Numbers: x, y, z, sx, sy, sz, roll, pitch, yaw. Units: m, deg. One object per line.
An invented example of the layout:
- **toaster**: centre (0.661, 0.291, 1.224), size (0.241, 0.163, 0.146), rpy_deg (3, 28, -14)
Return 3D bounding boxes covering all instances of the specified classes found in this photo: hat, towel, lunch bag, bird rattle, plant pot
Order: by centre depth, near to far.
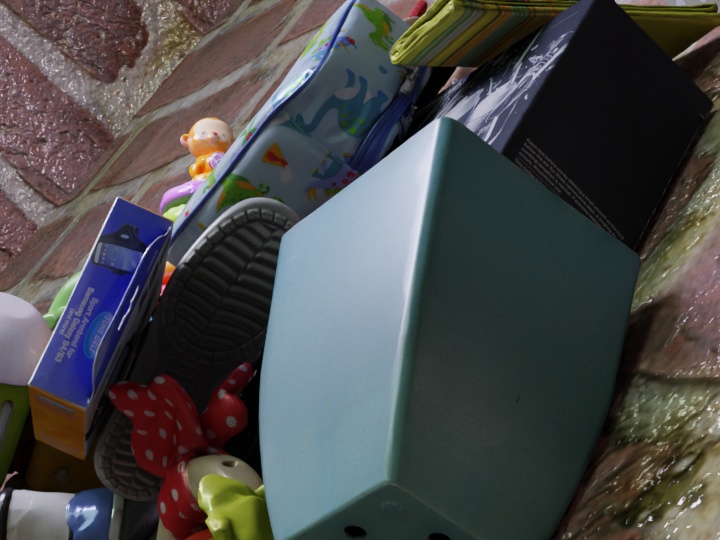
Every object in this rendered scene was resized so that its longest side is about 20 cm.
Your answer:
- **plant pot**: centre (0.034, 0.062, 0.977), size (0.141, 0.141, 0.201), rpy_deg (-35, 30, 41)
- **bird rattle**: centre (-0.082, 0.147, 1.066), size (0.200, 0.112, 0.164), rpy_deg (24, 109, 49)
- **towel**: centre (0.122, -0.147, 1.224), size (0.086, 0.199, 0.018), rpy_deg (-34, 62, 59)
- **hat**: centre (-0.070, 0.118, 1.235), size (0.201, 0.081, 0.201), rpy_deg (-48, 19, 22)
- **lunch bag**: centre (-0.038, -0.081, 1.292), size (0.200, 0.082, 0.161), rpy_deg (-48, 10, 31)

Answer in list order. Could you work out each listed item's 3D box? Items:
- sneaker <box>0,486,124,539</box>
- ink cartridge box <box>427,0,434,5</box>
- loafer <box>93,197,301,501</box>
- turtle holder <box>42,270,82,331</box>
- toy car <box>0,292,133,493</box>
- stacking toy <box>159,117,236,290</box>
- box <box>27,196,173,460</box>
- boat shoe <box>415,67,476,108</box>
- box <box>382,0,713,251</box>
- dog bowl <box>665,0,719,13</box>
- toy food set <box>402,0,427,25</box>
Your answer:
- **sneaker**: centre (-0.217, 0.199, 1.244), size (0.081, 0.115, 0.200), rpy_deg (-86, 10, -50)
- **ink cartridge box**: centre (0.114, -0.288, 1.658), size (0.085, 0.144, 0.200), rpy_deg (-53, 16, -23)
- **loafer**: centre (-0.103, 0.041, 1.194), size (0.200, 0.075, 0.070), rpy_deg (-57, 16, 4)
- **turtle holder**: centre (-0.175, 0.037, 1.658), size (0.186, 0.141, 0.132), rpy_deg (-53, -5, 17)
- **toy car**: centre (-0.235, 0.090, 1.315), size (0.150, 0.199, 0.176), rpy_deg (42, 117, 49)
- **stacking toy**: centre (-0.109, -0.023, 1.413), size (0.110, 0.115, 0.201), rpy_deg (112, 162, -64)
- **box**: centre (-0.152, 0.036, 1.146), size (0.200, 0.041, 0.119), rpy_deg (112, -179, -73)
- **boat shoe**: centre (0.066, -0.133, 1.527), size (0.072, 0.072, 0.200), rpy_deg (-55, 14, -24)
- **box**: centre (0.082, -0.041, 1.175), size (0.200, 0.104, 0.182), rpy_deg (-29, 22, 52)
- **dog bowl**: centre (0.265, -0.251, 1.297), size (0.200, 0.059, 0.200), rpy_deg (-44, 15, 15)
- **toy food set**: centre (-0.004, -0.128, 1.586), size (0.198, 0.049, 0.200), rpy_deg (-59, -18, 23)
